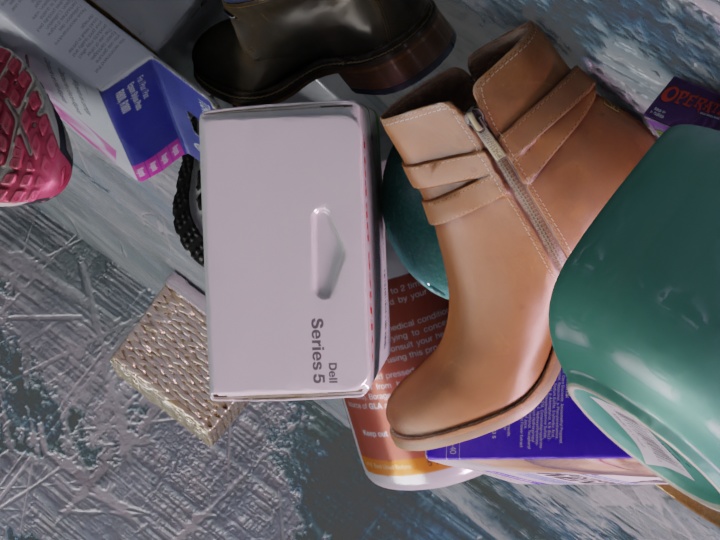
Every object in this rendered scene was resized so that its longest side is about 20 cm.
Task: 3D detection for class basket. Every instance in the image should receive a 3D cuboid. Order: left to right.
[{"bbox_3d":[-0.237,0.134,3.258,0.200,0.161,0.198,36,171,4],"label":"basket"}]

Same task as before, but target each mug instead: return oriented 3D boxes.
[{"bbox_3d":[0.167,0.040,0.945,0.185,0.115,0.152,38,171,13],"label":"mug"}]

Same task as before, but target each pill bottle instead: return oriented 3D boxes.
[{"bbox_3d":[0.030,0.023,1.374,0.112,0.112,0.201,19,127,67],"label":"pill bottle"}]

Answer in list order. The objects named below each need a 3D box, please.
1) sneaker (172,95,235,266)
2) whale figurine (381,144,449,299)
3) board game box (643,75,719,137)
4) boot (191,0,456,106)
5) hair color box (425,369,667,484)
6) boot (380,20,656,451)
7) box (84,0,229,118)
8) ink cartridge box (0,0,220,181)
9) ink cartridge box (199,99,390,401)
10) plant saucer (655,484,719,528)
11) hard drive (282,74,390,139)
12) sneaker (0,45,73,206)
[{"bbox_3d":[-0.076,-0.070,1.465,0.080,0.074,0.201,32,-145,-35],"label":"sneaker"},{"bbox_3d":[0.097,-0.009,1.201,0.200,0.104,0.159,38,172,1],"label":"whale figurine"},{"bbox_3d":[0.214,-0.002,0.998,0.120,0.032,0.200,24,163,47],"label":"board game box"},{"bbox_3d":[-0.041,-0.144,1.177,0.199,0.075,0.097,0,134,50],"label":"boot"},{"bbox_3d":[0.148,0.083,1.247,0.199,0.065,0.109,-5,165,34],"label":"hair color box"},{"bbox_3d":[0.056,-0.016,1.099,0.155,0.200,0.074,47,-166,-20],"label":"boot"},{"bbox_3d":[-0.129,-0.174,1.311,0.124,0.098,0.200,37,172,6],"label":"box"},{"bbox_3d":[-0.161,-0.114,1.292,0.200,0.043,0.196,39,171,9],"label":"ink cartridge box"},{"bbox_3d":[-0.031,-0.014,1.192,0.083,0.147,0.200,-2,-178,4],"label":"ink cartridge box"},{"bbox_3d":[0.220,0.122,1.620,0.200,0.035,0.200,38,171,7],"label":"plant saucer"},{"bbox_3d":[0.016,-0.075,1.467,0.200,0.027,0.132,43,171,-25],"label":"hard drive"},{"bbox_3d":[-0.205,-0.087,1.255,0.074,0.081,0.200,27,-174,-38],"label":"sneaker"}]
